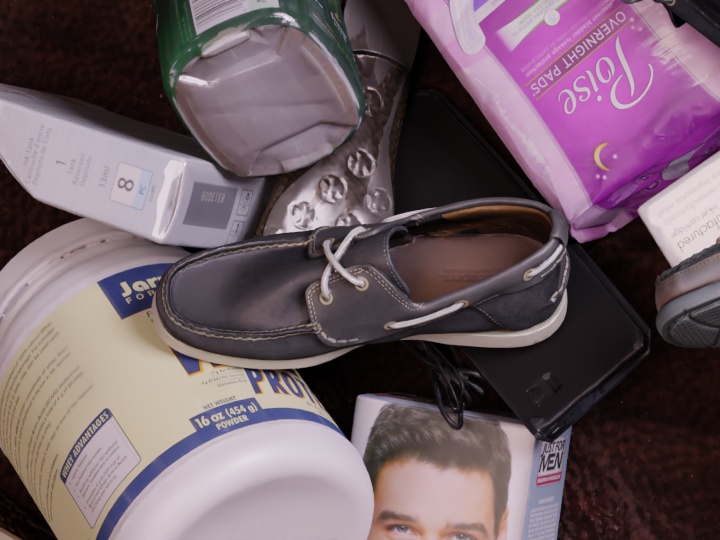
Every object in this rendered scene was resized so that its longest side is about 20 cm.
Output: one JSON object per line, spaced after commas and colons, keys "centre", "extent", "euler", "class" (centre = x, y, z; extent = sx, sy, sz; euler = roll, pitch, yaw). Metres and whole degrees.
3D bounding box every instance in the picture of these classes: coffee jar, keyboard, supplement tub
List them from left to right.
{"centre": [-0.098, 0.080, 1.297], "extent": [0.145, 0.145, 0.200], "euler": [-51, 49, 15], "class": "supplement tub"}
{"centre": [-0.060, -0.149, 1.287], "extent": [0.085, 0.104, 0.201], "euler": [-23, 47, 12], "class": "coffee jar"}
{"centre": [0.055, 0.005, 1.303], "extent": [0.104, 0.040, 0.200], "euler": [-38, 58, 0], "class": "keyboard"}

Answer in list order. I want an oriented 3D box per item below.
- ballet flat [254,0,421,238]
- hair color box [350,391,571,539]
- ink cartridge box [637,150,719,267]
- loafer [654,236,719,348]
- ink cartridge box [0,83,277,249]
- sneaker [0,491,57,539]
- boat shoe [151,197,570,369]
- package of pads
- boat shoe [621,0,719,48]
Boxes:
{"centre": [-0.014, -0.054, 1.311], "extent": [0.067, 0.046, 0.201], "euler": [18, 72, -18], "class": "ballet flat"}
{"centre": [0.039, 0.167, 1.310], "extent": [0.098, 0.061, 0.201], "euler": [8, 92, 23], "class": "hair color box"}
{"centre": [0.234, 0.024, 1.224], "extent": [0.116, 0.067, 0.201], "euler": [-35, 77, 17], "class": "ink cartridge box"}
{"centre": [0.224, -0.020, 1.166], "extent": [0.199, 0.072, 0.063], "euler": [-17, 63, 12], "class": "loafer"}
{"centre": [-0.143, -0.057, 1.333], "extent": [0.199, 0.160, 0.048], "euler": [17, 95, 22], "class": "ink cartridge box"}
{"centre": [-0.198, 0.176, 1.404], "extent": [0.200, 0.067, 0.090], "euler": [33, 97, 16], "class": "sneaker"}
{"centre": [0.000, 0.000, 1.230], "extent": [0.198, 0.068, 0.072], "euler": [-5, 61, -3], "class": "boat shoe"}
{"centre": [0.098, -0.126, 1.277], "extent": [0.120, 0.076, 0.201], "euler": [-39, 76, 17], "class": "package of pads"}
{"centre": [0.152, -0.145, 1.199], "extent": [0.200, 0.075, 0.062], "euler": [38, 148, 19], "class": "boat shoe"}
